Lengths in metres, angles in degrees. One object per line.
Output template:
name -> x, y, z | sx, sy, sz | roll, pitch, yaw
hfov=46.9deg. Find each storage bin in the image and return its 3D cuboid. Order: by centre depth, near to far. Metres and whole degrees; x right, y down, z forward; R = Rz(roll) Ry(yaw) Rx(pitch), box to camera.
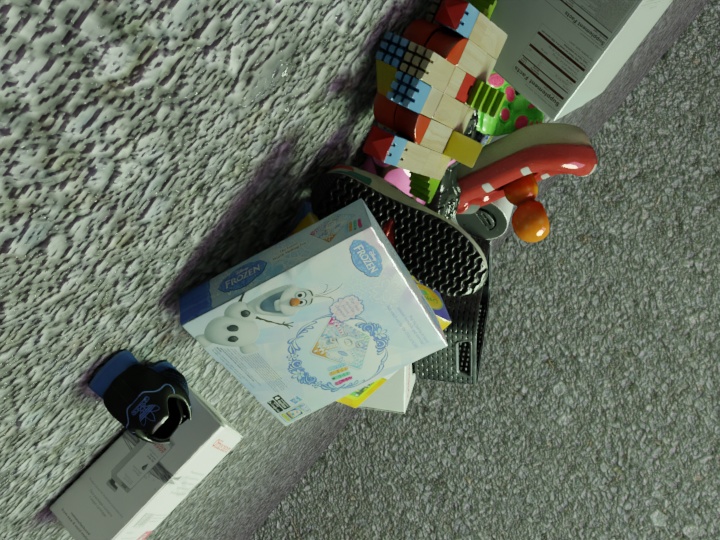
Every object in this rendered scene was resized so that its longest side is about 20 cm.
storage bin -> 0.137, 0.051, 1.211 | 0.202, 0.092, 0.137 | -73, 162, -45

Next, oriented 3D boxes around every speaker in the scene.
speaker -> 0.201, -0.145, 1.234 | 0.082, 0.080, 0.202 | 117, -5, -54

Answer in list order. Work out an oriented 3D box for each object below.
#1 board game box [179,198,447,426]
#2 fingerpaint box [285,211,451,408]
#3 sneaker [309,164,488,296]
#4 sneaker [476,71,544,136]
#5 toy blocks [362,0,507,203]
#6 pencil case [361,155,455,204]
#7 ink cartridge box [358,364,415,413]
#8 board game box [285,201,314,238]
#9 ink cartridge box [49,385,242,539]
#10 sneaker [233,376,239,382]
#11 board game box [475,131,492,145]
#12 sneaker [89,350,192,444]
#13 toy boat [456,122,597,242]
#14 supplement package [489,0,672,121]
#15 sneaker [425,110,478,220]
board game box -> -0.039, 0.050, 0.807 | 0.196, 0.044, 0.201 | -26, 135, 10
fingerpaint box -> -0.028, 0.050, 0.902 | 0.198, 0.074, 0.167 | 25, 121, -39
sneaker -> 0.046, -0.052, 0.851 | 0.071, 0.197, 0.094 | -61, -179, 26
sneaker -> 0.163, -0.211, 1.044 | 0.198, 0.083, 0.078 | 4, 107, -53
toy blocks -> 0.060, -0.171, 0.760 | 0.136, 0.099, 0.203 | 4, 114, -61
pencil case -> 0.042, -0.095, 0.936 | 0.091, 0.093, 0.201 | -51, 174, -43
ink cartridge box -> 0.048, 0.088, 1.225 | 0.201, 0.082, 0.148 | -64, 157, -57
board game box -> 0.000, 0.000, 0.946 | 0.196, 0.037, 0.152 | 8, 136, -26
ink cartridge box -> -0.244, 0.235, 0.978 | 0.200, 0.083, 0.147 | -45, 168, -12
sneaker -> -0.070, 0.106, 1.078 | 0.089, 0.080, 0.198 | -1, -167, 40
board game box -> 0.117, -0.131, 1.152 | 0.202, 0.029, 0.134 | -59, 165, 27
sneaker -> -0.200, 0.135, 0.820 | 0.070, 0.078, 0.200 | -46, 168, -6
toy boat -> 0.207, -0.101, 1.053 | 0.197, 0.133, 0.130 | -23, 173, 27
supplement package -> 0.231, -0.293, 0.846 | 0.191, 0.147, 0.201 | -32, 161, -53
sneaker -> 0.080, -0.136, 0.986 | 0.076, 0.090, 0.203 | -35, 147, -45
